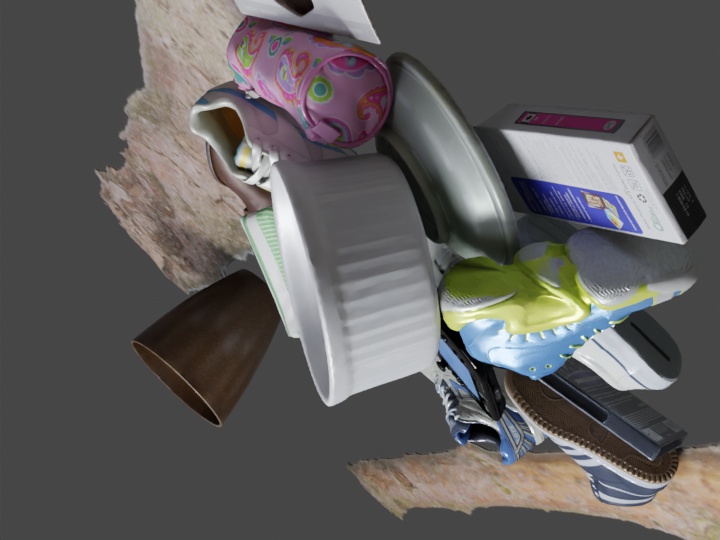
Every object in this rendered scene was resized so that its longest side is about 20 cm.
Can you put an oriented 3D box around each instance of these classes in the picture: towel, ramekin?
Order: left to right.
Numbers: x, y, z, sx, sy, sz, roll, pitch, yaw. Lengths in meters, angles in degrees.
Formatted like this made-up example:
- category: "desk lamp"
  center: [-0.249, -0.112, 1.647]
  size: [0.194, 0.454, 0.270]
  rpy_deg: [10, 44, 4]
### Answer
- category: "towel"
  center: [-0.032, 0.002, 1.224]
  size: [0.199, 0.023, 0.154]
  rpy_deg: [-2, 115, 50]
- category: "ramekin"
  center: [-0.005, 0.001, 1.009]
  size: [0.200, 0.097, 0.203]
  rpy_deg: [166, 90, -81]

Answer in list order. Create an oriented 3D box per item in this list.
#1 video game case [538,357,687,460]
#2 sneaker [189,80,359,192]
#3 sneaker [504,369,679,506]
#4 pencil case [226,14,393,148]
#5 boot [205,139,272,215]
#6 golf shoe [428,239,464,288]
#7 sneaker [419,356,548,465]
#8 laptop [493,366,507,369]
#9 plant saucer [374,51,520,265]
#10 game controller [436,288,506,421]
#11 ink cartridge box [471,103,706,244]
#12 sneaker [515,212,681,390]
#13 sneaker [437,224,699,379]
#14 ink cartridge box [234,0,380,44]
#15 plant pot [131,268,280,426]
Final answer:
- category: "video game case"
  center: [0.209, 0.106, 1.166]
  size: [0.199, 0.019, 0.143]
  rpy_deg: [35, -168, 21]
- category: "sneaker"
  center: [-0.070, -0.096, 1.126]
  size: [0.199, 0.081, 0.077]
  rpy_deg: [38, 128, 17]
- category: "sneaker"
  center: [0.234, 0.175, 1.300]
  size: [0.199, 0.070, 0.109]
  rpy_deg: [33, 159, 20]
- category: "pencil case"
  center: [-0.047, -0.163, 1.035]
  size: [0.088, 0.087, 0.200]
  rpy_deg: [53, 172, -32]
- category: "boot"
  center: [-0.069, -0.080, 1.389]
  size: [0.199, 0.064, 0.187]
  rpy_deg: [23, 153, 40]
- category: "golf shoe"
  center: [0.105, 0.000, 1.122]
  size: [0.199, 0.073, 0.092]
  rpy_deg: [34, -166, 12]
- category: "sneaker"
  center: [0.126, 0.155, 1.465]
  size: [0.199, 0.085, 0.077]
  rpy_deg: [34, 161, 29]
- category: "laptop"
  center: [0.066, 0.035, 1.357]
  size: [0.176, 0.103, 0.202]
  rpy_deg: [10, 123, 29]
- category: "plant saucer"
  center: [0.058, -0.079, 1.017]
  size: [0.201, 0.050, 0.200]
  rpy_deg: [58, 173, 12]
- category: "game controller"
  center: [0.091, 0.077, 1.130]
  size: [0.105, 0.042, 0.200]
  rpy_deg: [60, 180, 23]
- category: "ink cartridge box"
  center: [0.158, -0.076, 0.927]
  size: [0.199, 0.037, 0.095]
  rpy_deg: [14, 146, 55]
- category: "sneaker"
  center: [0.185, 0.036, 1.045]
  size: [0.200, 0.073, 0.071]
  rpy_deg: [47, 136, -16]
- category: "sneaker"
  center: [0.163, 0.028, 0.965]
  size: [0.198, 0.076, 0.106]
  rpy_deg: [-5, 134, 14]
- category: "ink cartridge box"
  center: [-0.068, -0.269, 0.953]
  size: [0.199, 0.045, 0.177]
  rpy_deg: [24, 154, 48]
- category: "plant pot"
  center: [-0.215, 0.101, 1.895]
  size: [0.186, 0.200, 0.187]
  rpy_deg: [37, 161, 15]
